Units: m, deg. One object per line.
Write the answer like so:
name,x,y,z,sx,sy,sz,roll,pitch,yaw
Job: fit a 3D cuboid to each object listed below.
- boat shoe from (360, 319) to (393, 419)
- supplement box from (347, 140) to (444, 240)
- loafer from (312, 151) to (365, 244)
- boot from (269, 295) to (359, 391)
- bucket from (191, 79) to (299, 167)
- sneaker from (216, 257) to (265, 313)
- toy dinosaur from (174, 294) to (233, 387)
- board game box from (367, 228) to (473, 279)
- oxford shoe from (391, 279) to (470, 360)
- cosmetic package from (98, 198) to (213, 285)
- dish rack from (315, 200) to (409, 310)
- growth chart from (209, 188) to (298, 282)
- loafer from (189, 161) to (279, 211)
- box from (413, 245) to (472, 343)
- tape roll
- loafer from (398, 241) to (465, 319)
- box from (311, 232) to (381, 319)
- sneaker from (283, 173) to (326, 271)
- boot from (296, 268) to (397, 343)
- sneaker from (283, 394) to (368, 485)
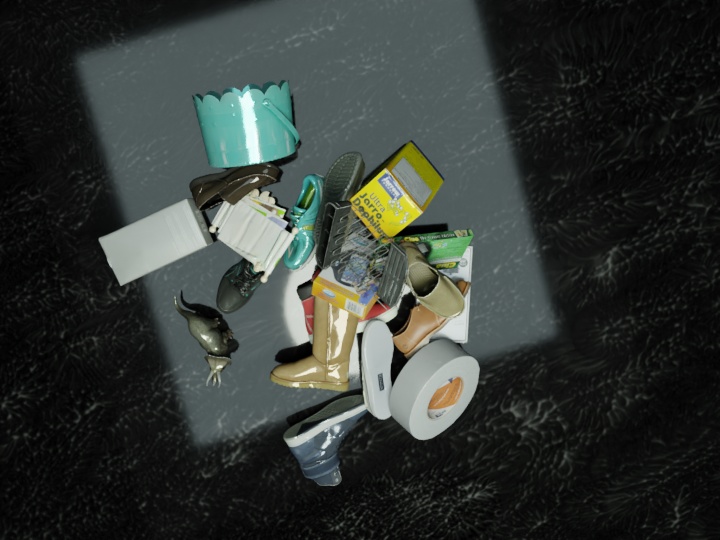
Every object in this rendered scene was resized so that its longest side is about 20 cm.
boat shoe,0.027,0.198,1.547,0.070,0.069,0.204,-12,100,-30
supplement box,0.073,-0.156,1.478,0.109,0.200,0.109,-38,97,30
loafer,-0.037,-0.139,1.518,0.074,0.069,0.203,18,86,39
boot,-0.090,0.132,1.528,0.172,0.066,0.204,5,98,-4
bucket,-0.219,-0.285,1.462,0.203,0.208,0.137,-9,108,-2
sneaker,-0.232,0.005,1.550,0.075,0.079,0.201,37,94,-6
toy dinosaur,-0.312,0.129,1.546,0.076,0.102,0.203,-26,97,-1
board game box,0.115,-0.032,1.469,0.197,0.106,0.024,-7,53,-23
oxford shoe,0.142,0.086,1.523,0.071,0.071,0.200,43,93,-2
cosmetic package,-0.411,-0.060,1.531,0.197,0.090,0.108,-22,97,2
dish rack,0.004,-0.023,1.399,0.054,0.155,0.200,-25,55,-35
growth chart,-0.214,-0.089,1.519,0.199,0.018,0.145,38,88,26
loafer,-0.248,-0.163,1.515,0.197,0.073,0.073,-15,73,20
box,0.170,0.046,1.585,0.114,0.060,0.204,1,95,-3
tape roll,0.152,0.242,1.540,0.198,0.066,0.203,-26,134,-30
loafer,0.130,0.032,1.423,0.076,0.068,0.199,-42,118,15
box,0.000,0.000,1.510,0.118,0.201,0.042,24,136,12
sneaker,-0.119,-0.100,1.536,0.077,0.079,0.203,17,89,32
boot,-0.029,0.057,1.572,0.196,0.072,0.147,-15,95,2
sneaker,-0.046,0.362,1.601,0.200,0.077,0.148,-27,105,-9
